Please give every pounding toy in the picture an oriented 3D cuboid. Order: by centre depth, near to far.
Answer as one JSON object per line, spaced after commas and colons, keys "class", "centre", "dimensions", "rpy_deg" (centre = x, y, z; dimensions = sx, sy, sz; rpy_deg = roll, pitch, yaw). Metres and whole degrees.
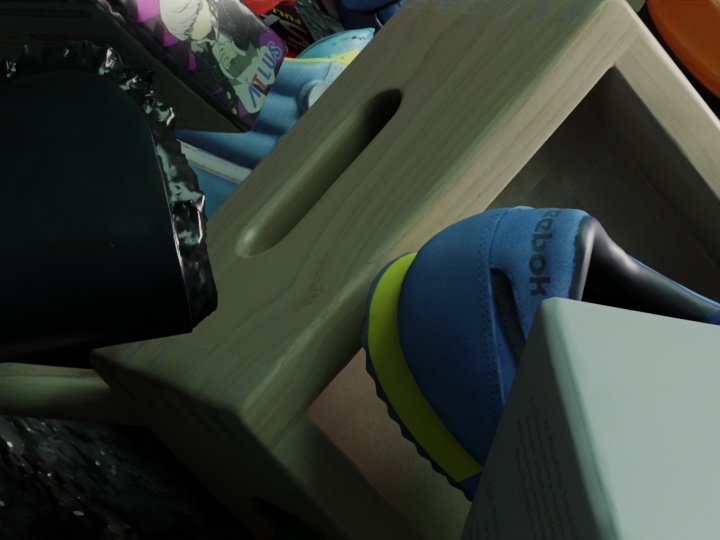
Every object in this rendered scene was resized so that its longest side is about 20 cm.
{"class": "pounding toy", "centre": [0.009, 0.030, 0.833], "dimensions": [0.184, 0.200, 0.142], "rpy_deg": [49, -15, -25]}

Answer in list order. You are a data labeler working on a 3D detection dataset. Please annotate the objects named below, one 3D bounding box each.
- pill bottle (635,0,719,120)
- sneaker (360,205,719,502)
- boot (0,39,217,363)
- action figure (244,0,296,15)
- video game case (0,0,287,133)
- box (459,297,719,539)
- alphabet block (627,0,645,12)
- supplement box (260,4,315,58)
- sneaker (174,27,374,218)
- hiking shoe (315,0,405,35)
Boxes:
{"class": "pill bottle", "centre": [0.080, -0.012, 0.986], "dimensions": [0.106, 0.200, 0.106], "rpy_deg": [32, 23, -15]}
{"class": "sneaker", "centre": [0.089, 0.056, 0.746], "dimensions": [0.200, 0.078, 0.066], "rpy_deg": [44, 48, -27]}
{"class": "boot", "centre": [-0.119, 0.007, 0.714], "dimensions": [0.168, 0.077, 0.200], "rpy_deg": [-8, 28, -4]}
{"class": "action figure", "centre": [-0.018, -0.132, 0.868], "dimensions": [0.065, 0.200, 0.099], "rpy_deg": [53, 35, 4]}
{"class": "video game case", "centre": [-0.146, -0.104, 0.832], "dimensions": [0.200, 0.036, 0.181], "rpy_deg": [7, -26, 43]}
{"class": "box", "centre": [0.094, 0.127, 0.694], "dimensions": [0.152, 0.200, 0.106], "rpy_deg": [9, 29, -11]}
{"class": "alphabet block", "centre": [0.173, -0.088, 1.272], "dimensions": [0.195, 0.200, 0.196], "rpy_deg": [36, 23, -5]}
{"class": "supplement box", "centre": [-0.085, -0.105, 1.102], "dimensions": [0.109, 0.061, 0.200], "rpy_deg": [18, 30, -40]}
{"class": "sneaker", "centre": [0.000, 0.000, 0.921], "dimensions": [0.200, 0.131, 0.080], "rpy_deg": [35, -1, -9]}
{"class": "hiking shoe", "centre": [0.032, -0.082, 1.098], "dimensions": [0.087, 0.074, 0.200], "rpy_deg": [52, -13, 27]}
